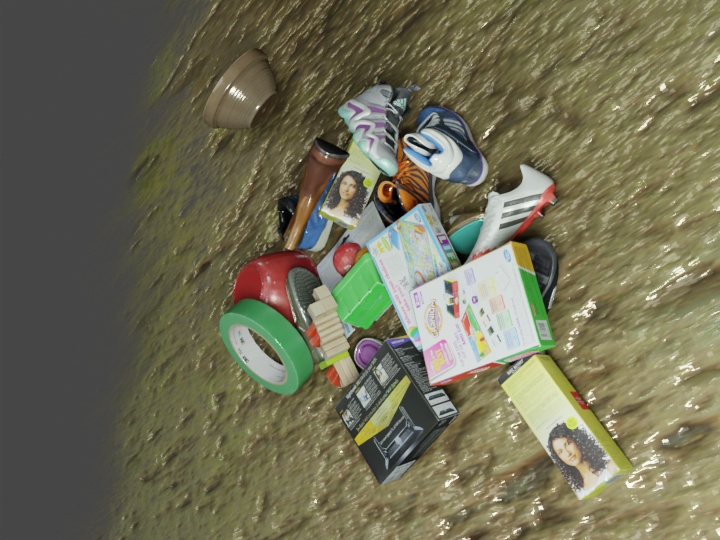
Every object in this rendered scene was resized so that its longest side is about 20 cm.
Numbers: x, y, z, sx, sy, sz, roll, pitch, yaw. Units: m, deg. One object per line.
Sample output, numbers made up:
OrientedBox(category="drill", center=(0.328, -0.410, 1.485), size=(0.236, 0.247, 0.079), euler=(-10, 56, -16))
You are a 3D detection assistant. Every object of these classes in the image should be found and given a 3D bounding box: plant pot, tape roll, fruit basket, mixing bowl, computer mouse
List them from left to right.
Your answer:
OrientedBox(category="plant pot", center=(-0.249, -0.379, 1.695), size=(0.093, 0.201, 0.201), euler=(39, 114, 0))
OrientedBox(category="tape roll", center=(-0.181, 0.147, 1.472), size=(0.200, 0.048, 0.201), euler=(28, 141, 25))
OrientedBox(category="mixing bowl", center=(-0.186, 0.047, 1.548), size=(0.200, 0.108, 0.200), euler=(-12, 73, 44))
OrientedBox(category="fruit basket", center=(0.000, 0.000, 1.404), size=(0.185, 0.094, 0.200), euler=(-49, 35, 25))
OrientedBox(category="computer mouse", center=(0.232, 0.040, 1.175), size=(0.140, 0.046, 0.200), euler=(22, 108, 42))

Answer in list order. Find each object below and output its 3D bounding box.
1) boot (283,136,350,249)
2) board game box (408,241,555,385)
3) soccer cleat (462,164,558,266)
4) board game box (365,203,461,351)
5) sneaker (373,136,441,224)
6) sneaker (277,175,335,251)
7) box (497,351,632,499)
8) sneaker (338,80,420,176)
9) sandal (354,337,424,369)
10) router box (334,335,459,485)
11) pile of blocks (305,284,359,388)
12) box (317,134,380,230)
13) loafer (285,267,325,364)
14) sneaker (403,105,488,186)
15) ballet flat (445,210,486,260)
OrientedBox(category="boot", center=(-0.096, -0.133, 1.360), size=(0.200, 0.068, 0.188), euler=(-64, 13, 5))
OrientedBox(category="board game box", center=(0.168, 0.066, 1.110), size=(0.200, 0.040, 0.153), euler=(-27, 67, 40))
OrientedBox(category="soccer cleat", center=(0.212, -0.073, 1.171), size=(0.085, 0.069, 0.200), euler=(44, 98, 11))
OrientedBox(category="board game box", center=(0.100, 0.012, 1.233), size=(0.134, 0.034, 0.200), euler=(-34, 75, 40))
OrientedBox(category="sneaker", center=(0.074, -0.157, 1.330), size=(0.078, 0.112, 0.200), euler=(-32, 59, 36))
OrientedBox(category="sneaker", center=(-0.100, -0.142, 1.503), size=(0.077, 0.111, 0.200), euler=(25, 98, 46))
OrientedBox(category="box", center=(0.278, 0.207, 1.060), size=(0.075, 0.050, 0.200), euler=(-50, 55, 25))
OrientedBox(category="sneaker", center=(0.051, -0.259, 1.302), size=(0.140, 0.078, 0.200), euler=(-38, 50, 11))
OrientedBox(category="sandal", center=(0.054, 0.167, 1.318), size=(0.203, 0.050, 0.083), euler=(10, 88, 46))
OrientedBox(category="router box", center=(0.054, 0.229, 1.255), size=(0.157, 0.052, 0.200), euler=(56, 133, 26))
OrientedBox(category="pile of blocks", center=(-0.065, 0.126, 1.367), size=(0.082, 0.062, 0.200), euler=(13, 123, 61))
OrientedBox(category="box", center=(-0.003, -0.179, 1.405), size=(0.050, 0.075, 0.200), euler=(160, 134, -77))
OrientedBox(category="loafer", center=(-0.101, 0.092, 1.458), size=(0.070, 0.075, 0.200), euler=(-31, 73, 45))
OrientedBox(category="sneaker", center=(0.118, -0.225, 1.277), size=(0.081, 0.146, 0.200), euler=(-49, 51, 25))
OrientedBox(category="ballet flat", center=(0.152, -0.045, 1.271), size=(0.200, 0.068, 0.072), euler=(-49, 31, 31))
